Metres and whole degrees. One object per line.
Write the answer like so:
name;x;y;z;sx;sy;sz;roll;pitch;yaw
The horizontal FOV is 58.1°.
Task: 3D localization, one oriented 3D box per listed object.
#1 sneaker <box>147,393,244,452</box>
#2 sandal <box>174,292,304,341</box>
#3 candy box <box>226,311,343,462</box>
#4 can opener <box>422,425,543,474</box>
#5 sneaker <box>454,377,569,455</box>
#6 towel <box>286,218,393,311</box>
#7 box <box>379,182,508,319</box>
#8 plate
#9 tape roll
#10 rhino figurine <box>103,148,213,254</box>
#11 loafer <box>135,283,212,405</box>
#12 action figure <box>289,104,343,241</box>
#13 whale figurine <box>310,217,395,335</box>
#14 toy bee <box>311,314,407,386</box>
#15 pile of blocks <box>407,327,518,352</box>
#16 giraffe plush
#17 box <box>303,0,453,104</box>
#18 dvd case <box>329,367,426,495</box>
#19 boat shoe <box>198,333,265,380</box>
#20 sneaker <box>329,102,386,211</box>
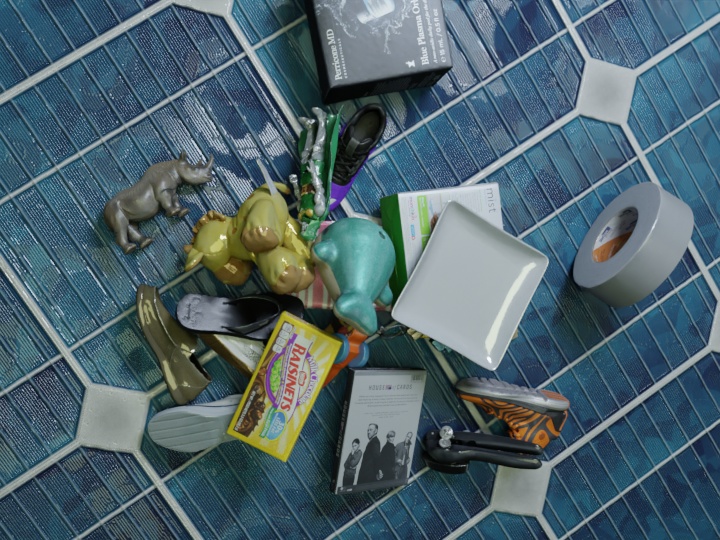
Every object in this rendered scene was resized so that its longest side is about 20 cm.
sneaker;-0.230;0.237;1.024;0.199;0.071;0.073;-4;100;1
sandal;-0.175;0.068;0.981;0.199;0.043;0.076;0;67;-26
candy box;-0.112;0.172;0.965;0.102;0.026;0.201;25;94;1
can opener;0.201;0.296;1.075;0.199;0.064;0.079;-4;136;17
sneaker;0.249;0.252;1.098;0.199;0.078;0.113;13;99;-1
towel;-0.031;-0.007;1.063;0.199;0.030;0.147;3;93;-10
box;0.137;-0.032;1.044;0.175;0.097;0.201;-9;95;-17
plate;0.166;0.024;0.991;0.199;0.032;0.201;28;87;-16
tape roll;0.436;-0.042;1.051;0.066;0.200;0.201;31;88;-8
rhino figurine;-0.306;-0.118;0.997;0.200;0.060;0.088;-41;87;-8
loafer;-0.289;0.108;1.008;0.067;0.076;0.201;-20;106;-8
action figure;-0.072;-0.141;0.981;0.054;0.118;0.201;10;74;-32
whale figurine;0.000;0.000;0.956;0.159;0.200;0.104;37;117;-27
toy bee;-0.021;0.102;1.035;0.199;0.131;0.109;-24;57;9
pile of blocks;0.177;0.108;1.086;0.199;0.062;0.083;-3;93;-9
giraffe plush;-0.177;-0.040;0.968;0.162;0.172;0.201;-24;86;16
box;0.022;-0.383;1.010;0.199;0.117;0.198;-12;95;-7
dvd case;0.031;0.257;1.052;0.150;0.025;0.201;6;95;-35
boat shoe;-0.182;0.118;1.029;0.200;0.071;0.069;45;65;-14
sneaker;-0.023;-0.182;1.019;0.069;0.100;0.201;32;87;-7
